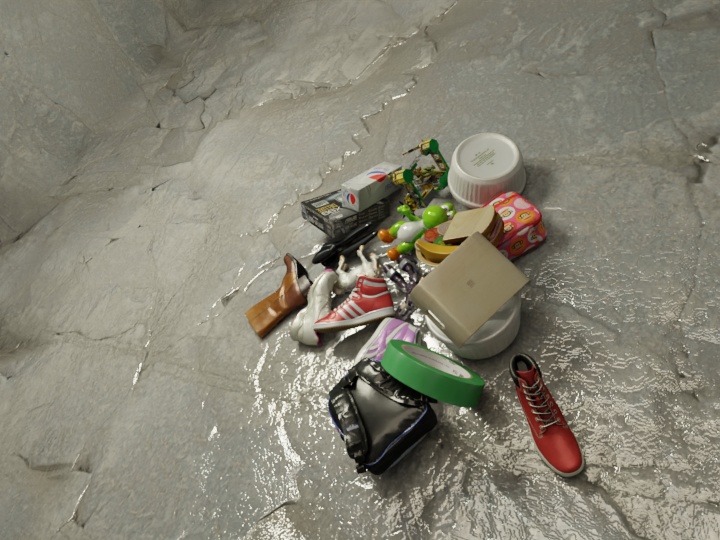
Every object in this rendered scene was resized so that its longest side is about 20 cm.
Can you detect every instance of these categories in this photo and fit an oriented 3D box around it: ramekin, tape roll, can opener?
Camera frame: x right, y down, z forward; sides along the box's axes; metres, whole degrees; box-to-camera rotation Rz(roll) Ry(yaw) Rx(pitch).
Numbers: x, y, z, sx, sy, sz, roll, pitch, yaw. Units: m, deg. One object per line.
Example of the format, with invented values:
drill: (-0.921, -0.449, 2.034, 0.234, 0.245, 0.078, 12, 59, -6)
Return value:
ramekin: (0.241, 0.092, 1.173, 0.201, 0.094, 0.204, -15, 46, 16)
tape roll: (0.139, 0.195, 1.077, 0.200, 0.200, 0.049, 26, 95, 41)
can opener: (-0.036, -0.064, 1.475, 0.199, 0.064, 0.079, -26, 23, 25)
ramekin: (0.319, -0.257, 1.413, 0.200, 0.094, 0.204, -5, 57, 8)

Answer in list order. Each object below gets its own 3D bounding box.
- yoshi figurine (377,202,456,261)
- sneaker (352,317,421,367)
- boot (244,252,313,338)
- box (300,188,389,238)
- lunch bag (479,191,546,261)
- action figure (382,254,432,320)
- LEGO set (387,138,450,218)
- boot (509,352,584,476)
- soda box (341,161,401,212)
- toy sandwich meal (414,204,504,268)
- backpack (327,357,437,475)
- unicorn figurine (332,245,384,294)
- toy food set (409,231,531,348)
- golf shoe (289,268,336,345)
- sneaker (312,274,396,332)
yoshi figurine: (0.141, -0.106, 1.382, 0.199, 0.113, 0.112, -30, 33, 19)
sneaker: (0.061, 0.194, 1.214, 0.114, 0.073, 0.201, 16, 61, 34)
boot: (-0.226, 0.064, 1.512, 0.200, 0.068, 0.189, -39, 51, 4)
box: (-0.043, -0.169, 1.548, 0.199, 0.050, 0.157, -23, 37, -28)
lunch bag: (0.316, -0.095, 1.322, 0.199, 0.082, 0.176, -33, 39, 0)
action figure: (0.121, 0.037, 1.303, 0.130, 0.069, 0.200, -44, 32, 13)
LEGO set: (0.145, -0.245, 1.487, 0.115, 0.154, 0.201, -5, 46, 53)
boot: (0.316, 0.246, 0.971, 0.072, 0.145, 0.201, -25, 46, 5)
soda box: (0.033, -0.232, 1.533, 0.063, 0.069, 0.200, 22, 39, 32)
toy sandwich meal: (0.211, -0.079, 1.232, 0.203, 0.071, 0.206, -17, 33, 11)
backpack: (0.036, 0.276, 1.097, 0.199, 0.154, 0.191, -38, 53, -10)
unicorn figurine: (0.000, 0.000, 1.413, 0.200, 0.074, 0.138, -44, 33, 30)
toy food set: (0.216, 0.035, 1.102, 0.200, 0.060, 0.144, -42, 73, -7)
golf shoe: (-0.096, 0.095, 1.388, 0.091, 0.075, 0.201, 20, 77, 25)
sneaker: (-0.023, 0.077, 1.319, 0.198, 0.071, 0.114, -14, 78, 6)
